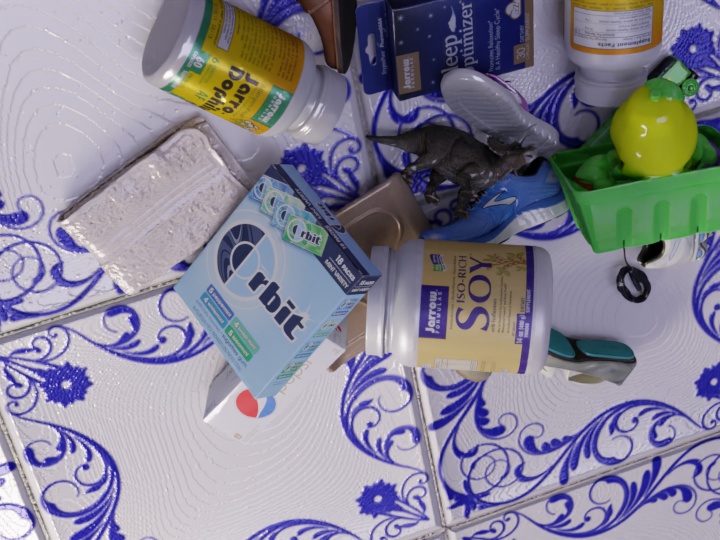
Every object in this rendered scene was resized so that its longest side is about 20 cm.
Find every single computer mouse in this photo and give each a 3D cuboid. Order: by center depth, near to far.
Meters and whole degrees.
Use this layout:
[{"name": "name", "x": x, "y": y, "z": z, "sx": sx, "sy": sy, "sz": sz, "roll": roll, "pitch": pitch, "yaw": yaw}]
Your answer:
[{"name": "computer mouse", "x": 0.326, "y": -0.033, "z": 1.748, "sx": 0.059, "sy": 0.034, "sz": 0.200, "roll": -40, "pitch": 129, "yaw": -19}]

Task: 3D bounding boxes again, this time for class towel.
[{"name": "towel", "x": -0.219, "y": -0.070, "z": 1.537, "sx": 0.200, "sy": 0.035, "sz": 0.133, "roll": -37, "pitch": 122, "yaw": 3}]

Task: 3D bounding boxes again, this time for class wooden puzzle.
[{"name": "wooden puzzle", "x": 0.000, "y": 0.000, "z": 1.646, "sx": 0.200, "sy": 0.046, "sz": 0.186, "roll": -34, "pitch": 123, "yaw": -4}]

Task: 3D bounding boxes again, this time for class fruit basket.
[{"name": "fruit basket", "x": 0.324, "y": -0.134, "z": 1.563, "sx": 0.215, "sy": 0.156, "sz": 0.216, "roll": -3, "pitch": 114, "yaw": -6}]

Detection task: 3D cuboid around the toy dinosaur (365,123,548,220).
[{"name": "toy dinosaur", "x": 0.106, "y": -0.126, "z": 1.587, "sx": 0.077, "sy": 0.199, "sz": 0.103, "roll": 75, "pitch": 36, "yaw": -57}]

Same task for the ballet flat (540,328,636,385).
[{"name": "ballet flat", "x": 0.266, "y": 0.115, "z": 1.782, "sx": 0.199, "sy": 0.067, "sz": 0.064, "roll": 12, "pitch": 119, "yaw": -24}]

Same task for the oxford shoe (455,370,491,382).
[{"name": "oxford shoe", "x": 0.142, "y": 0.085, "z": 1.698, "sx": 0.071, "sy": 0.074, "sz": 0.200, "roll": -35, "pitch": 142, "yaw": -12}]

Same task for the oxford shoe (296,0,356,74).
[{"name": "oxford shoe", "x": -0.046, "y": -0.302, "z": 1.466, "sx": 0.071, "sy": 0.071, "sz": 0.201, "roll": -1, "pitch": 125, "yaw": 16}]

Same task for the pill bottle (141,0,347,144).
[{"name": "pill bottle", "x": -0.118, "y": -0.208, "z": 1.451, "sx": 0.199, "sy": 0.113, "sz": 0.113, "roll": 23, "pitch": 108, "yaw": -28}]

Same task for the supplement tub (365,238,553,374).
[{"name": "supplement tub", "x": 0.109, "y": 0.039, "z": 1.541, "sx": 0.199, "sy": 0.146, "sz": 0.146, "roll": 3, "pitch": 118, "yaw": 2}]

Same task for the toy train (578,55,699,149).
[{"name": "toy train", "x": 0.324, "y": -0.176, "z": 1.663, "sx": 0.056, "sy": 0.042, "sz": 0.200, "roll": 41, "pitch": 99, "yaw": -21}]

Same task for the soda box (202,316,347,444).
[{"name": "soda box", "x": -0.101, "y": 0.116, "z": 1.620, "sx": 0.068, "sy": 0.064, "sz": 0.200, "roll": 33, "pitch": 122, "yaw": -21}]

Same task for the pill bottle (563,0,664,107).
[{"name": "pill bottle", "x": 0.282, "y": -0.291, "z": 1.543, "sx": 0.111, "sy": 0.111, "sz": 0.201, "roll": -11, "pitch": 120, "yaw": -13}]

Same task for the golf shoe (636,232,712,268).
[{"name": "golf shoe", "x": 0.378, "y": -0.087, "z": 1.697, "sx": 0.097, "sy": 0.078, "sz": 0.201, "roll": -22, "pitch": 122, "yaw": -18}]

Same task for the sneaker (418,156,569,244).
[{"name": "sneaker", "x": 0.150, "y": -0.077, "z": 1.638, "sx": 0.199, "sy": 0.078, "sz": 0.089, "roll": -26, "pitch": 100, "yaw": -21}]

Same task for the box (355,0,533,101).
[{"name": "box", "x": 0.097, "y": -0.259, "z": 1.533, "sx": 0.199, "sy": 0.032, "sz": 0.121, "roll": -15, "pitch": 132, "yaw": -9}]

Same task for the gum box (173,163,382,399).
[{"name": "gum box", "x": -0.095, "y": 0.012, "z": 1.527, "sx": 0.200, "sy": 0.170, "sz": 0.044, "roll": -49, "pitch": 157, "yaw": 25}]

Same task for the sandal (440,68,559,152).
[{"name": "sandal", "x": 0.158, "y": -0.192, "z": 1.578, "sx": 0.202, "sy": 0.082, "sz": 0.050, "roll": 31, "pitch": 63, "yaw": -49}]
